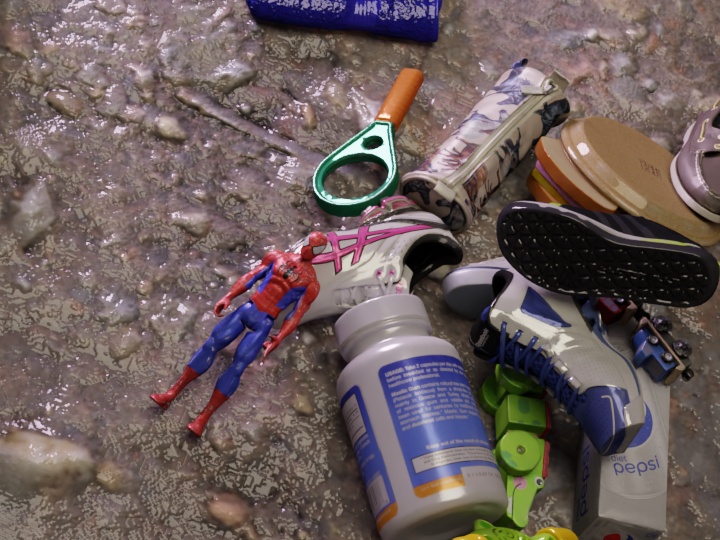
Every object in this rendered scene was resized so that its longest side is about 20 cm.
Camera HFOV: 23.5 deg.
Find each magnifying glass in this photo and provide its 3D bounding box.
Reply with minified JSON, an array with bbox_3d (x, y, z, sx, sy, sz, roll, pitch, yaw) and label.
[{"bbox_3d":[0.016,-0.124,1.641,0.079,0.022,0.200,8,46,22],"label":"magnifying glass"}]

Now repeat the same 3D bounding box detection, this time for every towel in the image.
[{"bbox_3d":[-0.015,-0.306,1.734,0.200,0.050,0.148,4,59,-14],"label":"towel"}]

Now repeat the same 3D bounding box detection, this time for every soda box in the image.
[{"bbox_3d":[0.233,0.146,1.536,0.063,0.068,0.200,14,59,-8],"label":"soda box"}]

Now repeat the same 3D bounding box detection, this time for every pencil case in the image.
[{"bbox_3d":[0.119,-0.116,1.641,0.078,0.089,0.200,38,58,8],"label":"pencil case"}]

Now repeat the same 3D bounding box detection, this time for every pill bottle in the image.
[{"bbox_3d":[0.044,0.125,1.466,0.112,0.112,0.200,-8,64,-20],"label":"pill bottle"}]

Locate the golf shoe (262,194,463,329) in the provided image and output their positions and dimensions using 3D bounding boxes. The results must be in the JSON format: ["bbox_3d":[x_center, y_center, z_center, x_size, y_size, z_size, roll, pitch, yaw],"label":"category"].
[{"bbox_3d":[0.000,0.000,1.532,0.200,0.073,0.092,-30,45,-28],"label":"golf shoe"}]

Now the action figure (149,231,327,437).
[{"bbox_3d":[-0.093,0.047,1.461,0.065,0.052,0.200,37,81,11],"label":"action figure"}]

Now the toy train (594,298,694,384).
[{"bbox_3d":[0.226,0.023,1.546,0.046,0.034,0.200,-28,70,-29],"label":"toy train"}]

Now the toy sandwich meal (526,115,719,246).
[{"bbox_3d":[0.255,-0.071,1.658,0.205,0.070,0.205,27,27,-15],"label":"toy sandwich meal"}]

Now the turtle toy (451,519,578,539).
[{"bbox_3d":[0.121,0.297,1.393,0.146,0.101,0.200,5,60,-44],"label":"turtle toy"}]

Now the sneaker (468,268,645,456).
[{"bbox_3d":[0.157,0.073,1.479,0.115,0.081,0.200,-8,56,-17],"label":"sneaker"}]

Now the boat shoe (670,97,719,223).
[{"bbox_3d":[0.350,-0.113,1.679,0.072,0.060,0.200,35,31,-3],"label":"boat shoe"}]

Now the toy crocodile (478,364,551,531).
[{"bbox_3d":[0.141,0.137,1.513,0.062,0.068,0.200,10,58,-10],"label":"toy crocodile"}]

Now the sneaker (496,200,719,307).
[{"bbox_3d":[0.212,-0.015,1.483,0.200,0.072,0.083,17,21,1],"label":"sneaker"}]

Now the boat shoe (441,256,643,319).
[{"bbox_3d":[0.165,-0.004,1.599,0.202,0.075,0.086,2,61,-19],"label":"boat shoe"}]
